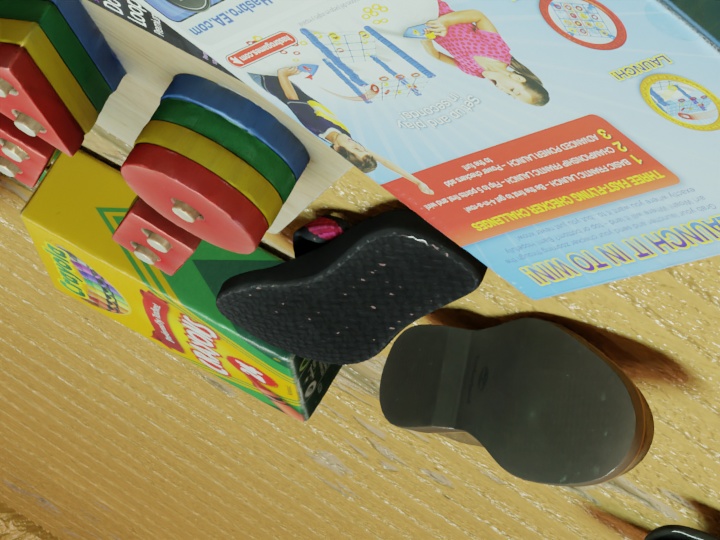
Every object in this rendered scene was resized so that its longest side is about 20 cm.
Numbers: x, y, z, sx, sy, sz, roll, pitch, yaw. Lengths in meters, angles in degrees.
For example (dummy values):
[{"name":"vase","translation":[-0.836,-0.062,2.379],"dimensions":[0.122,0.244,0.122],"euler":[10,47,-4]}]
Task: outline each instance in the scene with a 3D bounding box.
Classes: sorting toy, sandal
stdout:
[{"name":"sorting toy","translation":[-0.112,-0.072,1.248],"dimensions":[0.200,0.070,0.199],"euler":[33,165,-6]},{"name":"sandal","translation":[0.000,0.000,1.340],"dimensions":[0.075,0.045,0.200],"euler":[31,152,-22]}]

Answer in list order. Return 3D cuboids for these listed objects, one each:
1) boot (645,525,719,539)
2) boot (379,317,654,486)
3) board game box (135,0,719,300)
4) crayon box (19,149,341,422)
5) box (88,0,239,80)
[{"name":"boot","translation":[0.169,0.167,1.496],"dimensions":[0.200,0.068,0.131],"euler":[16,155,26]},{"name":"boot","translation":[0.090,0.064,1.337],"dimensions":[0.075,0.074,0.200],"euler":[17,178,-29]},{"name":"board game box","translation":[0.048,-0.079,0.867],"dimensions":[0.196,0.056,0.200],"euler":[36,155,-22]},{"name":"crayon box","translation":[-0.107,0.002,1.522],"dimensions":[0.200,0.051,0.127],"euler":[28,166,12]},{"name":"box","translation":[-0.042,-0.108,1.053],"dimensions":[0.200,0.036,0.143],"euler":[29,165,10]}]
